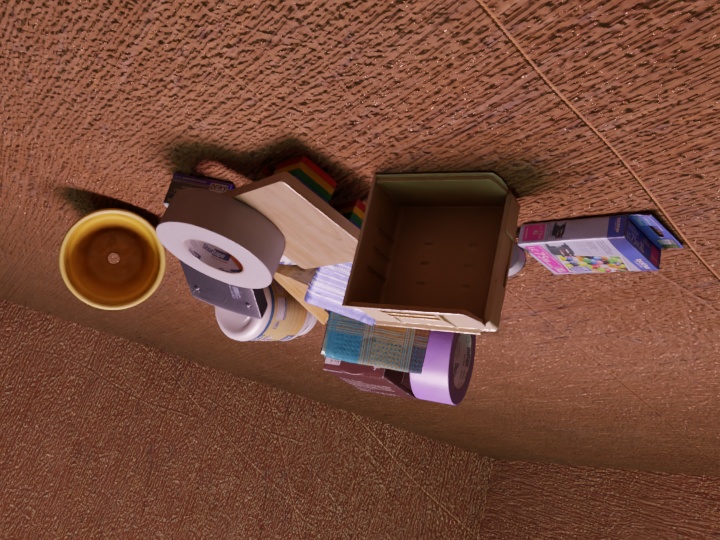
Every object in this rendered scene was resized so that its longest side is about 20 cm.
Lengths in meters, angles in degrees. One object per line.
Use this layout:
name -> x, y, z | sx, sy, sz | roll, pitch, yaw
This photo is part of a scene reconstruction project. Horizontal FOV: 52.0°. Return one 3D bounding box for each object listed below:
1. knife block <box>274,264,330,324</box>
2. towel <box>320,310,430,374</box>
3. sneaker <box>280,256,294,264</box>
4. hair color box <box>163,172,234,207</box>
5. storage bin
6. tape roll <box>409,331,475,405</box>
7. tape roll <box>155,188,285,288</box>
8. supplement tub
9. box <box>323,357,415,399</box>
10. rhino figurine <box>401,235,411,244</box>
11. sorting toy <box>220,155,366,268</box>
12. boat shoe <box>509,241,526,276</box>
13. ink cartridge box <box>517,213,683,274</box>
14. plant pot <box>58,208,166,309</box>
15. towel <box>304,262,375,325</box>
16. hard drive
knife block -> -0.071, 0.059, 1.437 | 0.200, 0.064, 0.176 | 20, 146, 44
towel -> 0.034, 0.105, 1.365 | 0.199, 0.147, 0.022 | 12, -179, -15
sneaker -> -0.107, -0.050, 1.343 | 0.088, 0.076, 0.199 | 8, 173, -43
hair color box -> -0.260, -0.094, 1.314 | 0.109, 0.065, 0.200 | 12, 163, 10
storage bin -> 0.101, -0.024, 1.021 | 0.198, 0.201, 0.094 | 3, 160, 32
tape roll -> 0.177, 0.179, 1.563 | 0.085, 0.201, 0.200 | 7, 160, 23
tape roll -> -0.222, -0.048, 1.187 | 0.199, 0.066, 0.200 | 19, 158, 8
supplement tub -> -0.195, 0.078, 1.577 | 0.144, 0.145, 0.200 | 2, 176, 34
box -> 0.042, 0.198, 1.779 | 0.165, 0.165, 0.200 | 5, 159, 29
rhino figurine -> 0.099, -0.050, 1.148 | 0.199, 0.087, 0.060 | -4, 117, 40
sorting toy -> -0.091, -0.091, 1.150 | 0.200, 0.070, 0.198 | 37, 153, -31
boat shoe -> 0.203, -0.008, 1.193 | 0.086, 0.075, 0.202 | 24, 164, -33
ink cartridge box -> 0.344, -0.035, 1.066 | 0.199, 0.042, 0.119 | -6, 153, 43
plant pot -> -0.509, -0.025, 1.528 | 0.200, 0.202, 0.189 | 20, 175, -17
towel -> 0.000, 0.000, 1.280 | 0.144, 0.024, 0.200 | 19, 121, -13
hard drive -> -0.269, 0.016, 1.449 | 0.199, 0.042, 0.135 | 14, 131, 35
